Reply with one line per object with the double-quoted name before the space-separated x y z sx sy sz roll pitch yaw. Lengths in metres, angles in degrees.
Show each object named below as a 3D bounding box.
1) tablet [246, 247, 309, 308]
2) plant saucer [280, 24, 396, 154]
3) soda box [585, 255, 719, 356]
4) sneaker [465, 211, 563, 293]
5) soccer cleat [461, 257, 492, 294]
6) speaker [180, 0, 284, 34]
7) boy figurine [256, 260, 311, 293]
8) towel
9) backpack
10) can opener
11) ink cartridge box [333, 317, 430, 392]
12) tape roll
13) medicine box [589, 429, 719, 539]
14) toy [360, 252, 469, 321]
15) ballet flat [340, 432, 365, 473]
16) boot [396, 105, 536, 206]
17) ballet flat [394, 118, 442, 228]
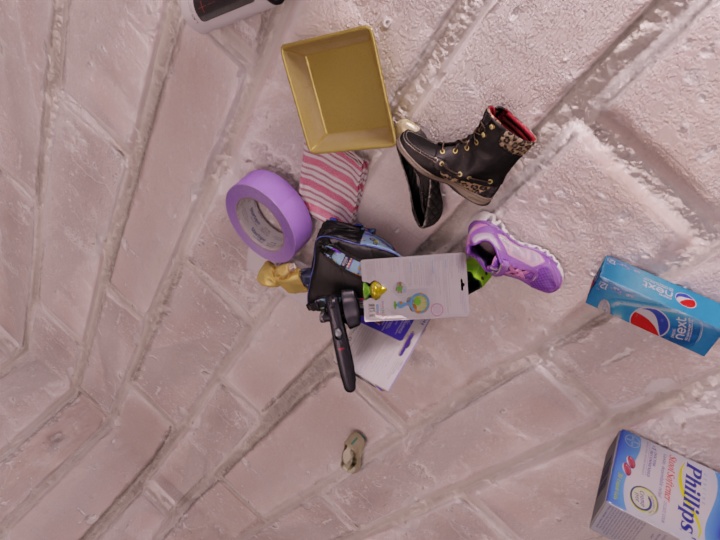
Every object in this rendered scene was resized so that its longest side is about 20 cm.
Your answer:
"tablet" -0.195 0.002 1.417 0.198 0.014 0.131 31 134 11
"plant saucer" -0.030 -0.318 1.028 0.197 0.048 0.203 4 121 34
"soda box" 0.480 0.055 0.946 0.197 0.068 0.065 26 134 16
"sneaker" 0.265 -0.016 1.029 0.198 0.089 0.081 35 134 6
"soccer cleat" 0.173 0.033 1.134 0.068 0.081 0.199 50 135 -9
"speaker" -0.227 -0.485 1.023 0.197 0.081 0.082 0 122 36
"boy figurine" -0.148 0.016 1.336 0.196 0.066 0.125 3 153 28
"towel" -0.065 -0.172 1.182 0.145 0.030 0.202 29 135 15
"backpack" 0.000 0.000 1.174 0.196 0.135 0.186 11 119 0
"can opener" -0.034 0.139 1.119 0.077 0.063 0.204 -5 99 11
"ink cartridge box" 0.056 0.138 1.179 0.043 0.200 0.199 40 167 -34
"tape roll" -0.204 -0.118 1.278 0.198 0.066 0.202 24 139 23
"medicine box" 0.562 0.438 1.097 0.197 0.183 0.104 22 133 19
"toy" 0.102 0.032 1.086 0.196 0.047 0.118 -4 90 8
"ballet flat" -0.032 0.544 1.677 0.069 0.070 0.203 24 133 18
"boot" 0.172 -0.207 0.945 0.198 0.074 0.151 31 135 -9
"ballet flat" 0.105 -0.174 1.041 0.066 0.057 0.203 -4 115 37
